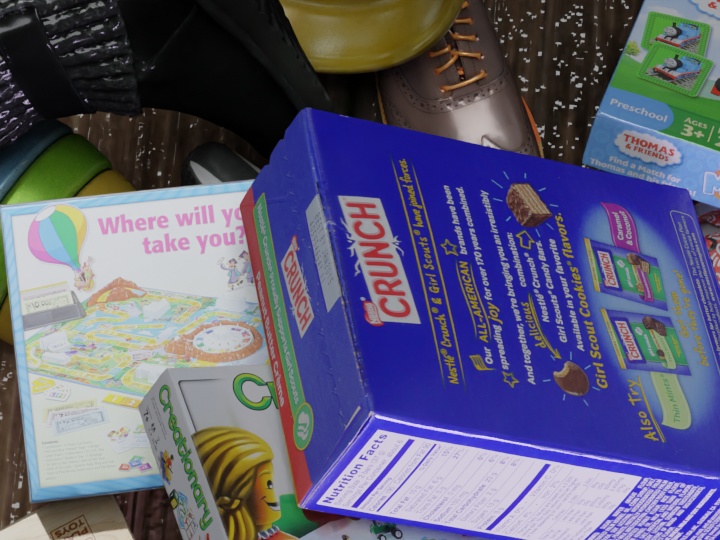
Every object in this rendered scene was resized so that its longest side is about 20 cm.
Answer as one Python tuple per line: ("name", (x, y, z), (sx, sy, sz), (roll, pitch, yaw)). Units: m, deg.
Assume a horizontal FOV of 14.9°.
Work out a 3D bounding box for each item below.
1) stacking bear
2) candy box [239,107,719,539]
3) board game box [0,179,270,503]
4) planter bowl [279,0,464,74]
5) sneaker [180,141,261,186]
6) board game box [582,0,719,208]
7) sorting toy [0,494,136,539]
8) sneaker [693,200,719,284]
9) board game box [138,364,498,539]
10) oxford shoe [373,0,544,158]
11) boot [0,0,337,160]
("stacking bear", (-0.145, -0.003, 1.310), (0.199, 0.121, 0.114), (35, 78, 5))
("candy box", (0.060, 0.030, 1.170), (0.199, 0.077, 0.170), (12, 45, -26))
("board game box", (-0.058, 0.028, 1.250), (0.198, 0.034, 0.135), (-6, 86, -7))
("planter bowl", (-0.030, -0.192, 1.294), (0.199, 0.201, 0.084), (20, 56, 8))
("sneaker", (0.000, 0.000, 1.326), (0.200, 0.074, 0.080), (39, 72, 4))
("board game box", (0.204, -0.098, 1.319), (0.150, 0.037, 0.200), (18, 42, 7))
("sorting toy", (-0.158, 0.233, 1.247), (0.199, 0.070, 0.200), (-27, 73, -8))
("sneaker", (0.170, 0.007, 1.317), (0.201, 0.067, 0.108), (-33, 73, -13))
("board game box", (0.015, 0.099, 1.163), (0.199, 0.035, 0.127), (-1, 55, -35))
("oxford shoe", (0.038, -0.103, 1.352), (0.071, 0.073, 0.201), (-24, 73, -7))
("boot", (-0.110, -0.088, 1.255), (0.157, 0.211, 0.080), (-30, 52, 8))
